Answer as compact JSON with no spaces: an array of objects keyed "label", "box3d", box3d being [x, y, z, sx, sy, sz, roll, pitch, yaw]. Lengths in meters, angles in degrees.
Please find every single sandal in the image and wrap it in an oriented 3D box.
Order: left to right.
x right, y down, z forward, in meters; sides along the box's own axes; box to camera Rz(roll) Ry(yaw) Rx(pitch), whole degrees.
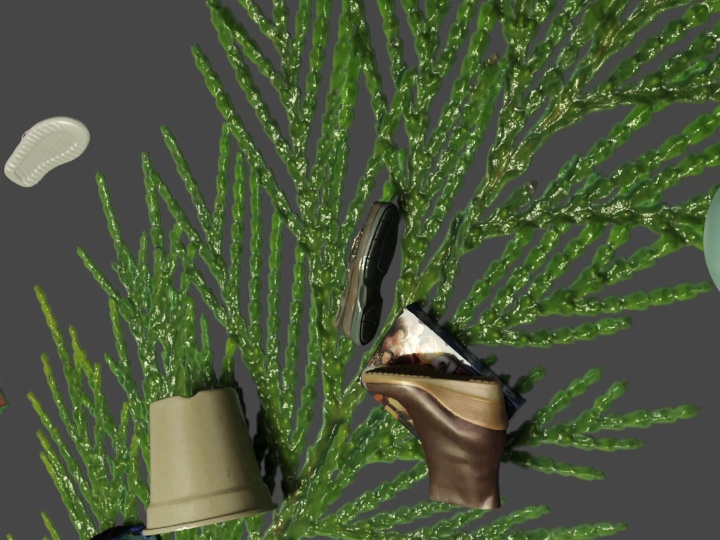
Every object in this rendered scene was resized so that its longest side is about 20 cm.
[{"label":"sandal","box3d":[-0.516,-0.206,1.508,0.201,0.082,0.050,-25,42,31]}]

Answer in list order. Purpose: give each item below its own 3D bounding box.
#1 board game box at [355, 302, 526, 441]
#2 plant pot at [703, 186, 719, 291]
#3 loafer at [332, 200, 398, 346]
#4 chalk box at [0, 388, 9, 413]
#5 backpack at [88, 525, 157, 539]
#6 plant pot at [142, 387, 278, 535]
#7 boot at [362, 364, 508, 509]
[{"label":"board game box","box3d":[0.104,0.159,1.226,0.199,0.034,0.136,40,114,18]},{"label":"plant pot","box3d":[0.448,-0.028,0.949,0.198,0.134,0.204,4,99,28]},{"label":"loafer","box3d":[0.000,0.000,1.243,0.062,0.071,0.203,21,109,31]},{"label":"chalk box","box3d":[-0.731,0.232,1.657,0.199,0.123,0.125,-38,78,27]},{"label":"backpack","box3d":[-0.415,0.523,1.477,0.133,0.199,0.185,-19,87,30]},{"label":"plant pot","box3d":[-0.232,0.275,1.359,0.198,0.199,0.186,-16,78,30]},{"label":"boot","box3d":[0.090,0.212,1.179,0.197,0.072,0.169,5,98,24]}]
